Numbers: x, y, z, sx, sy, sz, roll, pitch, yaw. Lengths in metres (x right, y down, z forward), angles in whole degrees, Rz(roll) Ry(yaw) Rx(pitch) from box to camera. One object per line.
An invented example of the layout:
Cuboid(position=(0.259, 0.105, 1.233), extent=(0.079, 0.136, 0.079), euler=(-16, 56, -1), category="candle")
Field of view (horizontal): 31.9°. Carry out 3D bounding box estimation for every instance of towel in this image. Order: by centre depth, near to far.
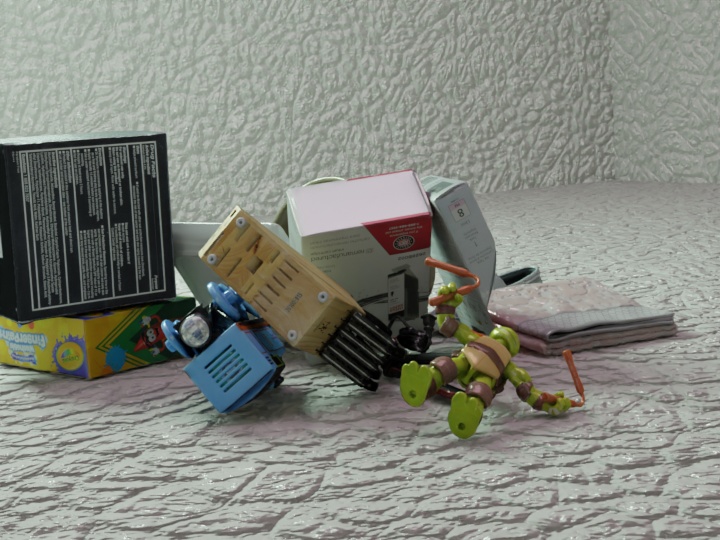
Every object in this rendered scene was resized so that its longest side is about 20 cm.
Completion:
Cuboid(position=(0.244, 0.050, 1.498), extent=(0.199, 0.032, 0.191), euler=(-6, 16, -27), category="towel")

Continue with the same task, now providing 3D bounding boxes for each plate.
Cuboid(position=(-0.138, 0.024, 1.511), extent=(0.199, 0.200, 0.032), euler=(1, 46, 34), category="plate")

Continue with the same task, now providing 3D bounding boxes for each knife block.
Cuboid(position=(-0.049, 0.035, 1.264), extent=(0.200, 0.064, 0.176), euler=(41, 3, 21), category="knife block")

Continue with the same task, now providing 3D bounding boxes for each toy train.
Cuboid(position=(-0.127, 0.076, 1.254), extent=(0.087, 0.114, 0.200), euler=(-39, -4, 4), category="toy train")

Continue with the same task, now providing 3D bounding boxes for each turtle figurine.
Cuboid(position=(0.099, 0.081, 1.137), extent=(0.161, 0.200, 0.064), euler=(-31, -18, -52), category="turtle figurine")

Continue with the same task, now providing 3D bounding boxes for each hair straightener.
Cuboid(position=(0.069, 0.081, 1.272), extent=(0.041, 0.077, 0.200), euler=(13, -1, -20), category="hair straightener")

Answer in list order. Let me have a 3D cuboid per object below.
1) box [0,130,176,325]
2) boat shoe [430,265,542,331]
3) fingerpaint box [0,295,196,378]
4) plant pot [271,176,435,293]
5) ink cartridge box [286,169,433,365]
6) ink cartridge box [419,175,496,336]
Cuboid(position=(-0.331, -0.056, 1.455), extent=(0.198, 0.201, 0.123), euler=(-8, 11, -35), category="box")
Cuboid(position=(0.159, 0.032, 1.605), extent=(0.200, 0.072, 0.070), euler=(-12, 12, -41), category="boat shoe")
Cuboid(position=(-0.323, 0.071, 1.525), extent=(0.199, 0.074, 0.166), euler=(3, 11, 43), category="fingerpaint box")
Cuboid(position=(0.003, -0.004, 1.625), extent=(0.199, 0.201, 0.173), euler=(3, -8, 39), category="plant pot")
Cuboid(position=(0.000, 0.000, 1.386), extent=(0.146, 0.201, 0.083), euler=(-10, 44, -9), category="ink cartridge box")
Cuboid(position=(0.121, -0.006, 1.406), extent=(0.057, 0.201, 0.163), euler=(-31, 11, -6), category="ink cartridge box")
